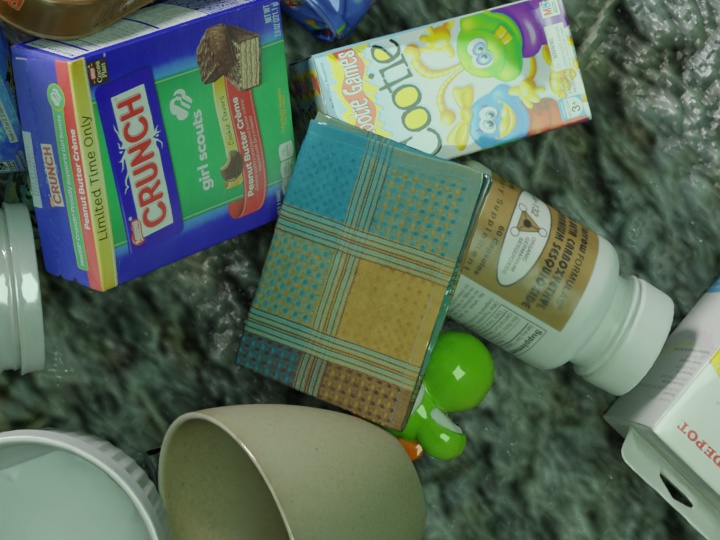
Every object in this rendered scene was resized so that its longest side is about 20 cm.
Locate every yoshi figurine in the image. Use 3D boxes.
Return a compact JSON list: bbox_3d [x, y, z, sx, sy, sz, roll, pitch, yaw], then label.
[{"bbox_3d":[0.025,0.048,1.611,0.200,0.112,0.112,48,41,7],"label":"yoshi figurine"}]

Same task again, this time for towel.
[{"bbox_3d":[0.000,0.000,1.553,0.146,0.022,0.202,21,101,16],"label":"towel"}]

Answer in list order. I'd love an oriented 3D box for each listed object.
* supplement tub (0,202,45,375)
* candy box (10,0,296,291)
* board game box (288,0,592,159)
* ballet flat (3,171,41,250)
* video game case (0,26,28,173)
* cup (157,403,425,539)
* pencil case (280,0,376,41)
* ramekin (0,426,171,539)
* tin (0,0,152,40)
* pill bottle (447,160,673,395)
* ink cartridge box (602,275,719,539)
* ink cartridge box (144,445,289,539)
[{"bbox_3d":[-0.333,0.022,1.529,0.198,0.140,0.142,-6,92,-12],"label":"supplement tub"},{"bbox_3d":[-0.143,-0.100,1.539,0.199,0.077,0.171,-23,117,-39],"label":"candy box"},{"bbox_3d":[0.060,-0.137,1.632,0.198,0.105,0.104,-16,95,-11],"label":"board game box"},{"bbox_3d":[-0.203,-0.105,1.593,0.074,0.074,0.201,31,85,-11],"label":"ballet flat"},{"bbox_3d":[-0.331,-0.126,1.481,0.179,0.200,0.046,-4,62,3],"label":"video game case"},{"bbox_3d":[-0.037,0.181,1.549,0.142,0.200,0.202,-17,95,-31],"label":"cup"},{"bbox_3d":[0.020,-0.259,1.634,0.200,0.078,0.087,-43,107,-9],"label":"pencil case"},{"bbox_3d":[-0.230,0.209,1.552,0.198,0.105,0.202,1,96,6],"label":"ramekin"},{"bbox_3d":[-0.189,-0.232,1.506,0.112,0.042,0.200,46,47,6],"label":"tin"},{"bbox_3d":[0.137,0.011,1.646,0.199,0.114,0.115,30,85,-12],"label":"pill bottle"},{"bbox_3d":[0.297,0.105,1.677,0.128,0.125,0.200,43,82,-9],"label":"ink cartridge box"},{"bbox_3d":[-0.091,0.220,1.640,0.099,0.039,0.202,-19,96,-12],"label":"ink cartridge box"}]
